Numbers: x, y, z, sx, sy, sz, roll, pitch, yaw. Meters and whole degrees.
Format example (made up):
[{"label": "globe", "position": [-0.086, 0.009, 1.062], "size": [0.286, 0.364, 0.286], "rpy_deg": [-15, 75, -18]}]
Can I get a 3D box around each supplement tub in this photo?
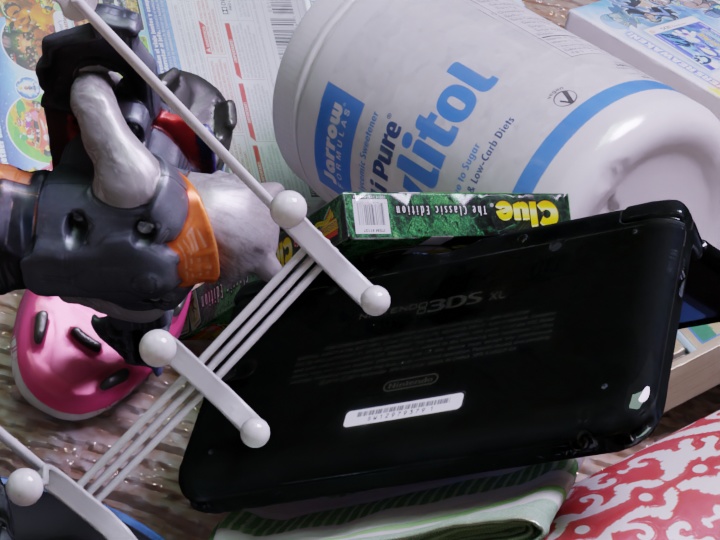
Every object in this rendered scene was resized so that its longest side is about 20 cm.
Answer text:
[{"label": "supplement tub", "position": [0.066, -0.055, 1.189], "size": [0.131, 0.133, 0.200], "rpy_deg": [-13, 34, -39]}]

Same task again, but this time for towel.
[{"label": "towel", "position": [0.013, 0.085, 0.978], "size": [0.151, 0.024, 0.200], "rpy_deg": [-13, 7, 15]}]

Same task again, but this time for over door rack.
[{"label": "over door rack", "position": [-0.097, 0.002, 0.899], "size": [0.200, 0.148, 0.067], "rpy_deg": [45, -3, -27]}]

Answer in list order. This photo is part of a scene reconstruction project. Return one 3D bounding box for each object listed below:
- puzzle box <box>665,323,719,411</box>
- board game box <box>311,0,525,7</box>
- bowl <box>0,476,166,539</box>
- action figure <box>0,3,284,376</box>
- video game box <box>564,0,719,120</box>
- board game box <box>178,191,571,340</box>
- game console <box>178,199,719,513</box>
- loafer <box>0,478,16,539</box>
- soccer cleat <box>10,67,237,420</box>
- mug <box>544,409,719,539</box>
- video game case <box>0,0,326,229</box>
[{"label": "puzzle box", "position": [0.117, -0.007, 1.239], "size": [0.132, 0.026, 0.200], "rpy_deg": [-26, 43, -13]}, {"label": "board game box", "position": [-0.011, -0.151, 1.444], "size": [0.198, 0.056, 0.196], "rpy_deg": [3, 33, -19]}, {"label": "bowl", "position": [-0.135, 0.144, 0.920], "size": [0.199, 0.040, 0.201], "rpy_deg": [11, 30, -7]}, {"label": "action figure", "position": [-0.121, 0.003, 0.993], "size": [0.192, 0.201, 0.105], "rpy_deg": [-9, 47, 3]}, {"label": "video game box", "position": [0.246, -0.111, 1.503], "size": [0.199, 0.047, 0.182], "rpy_deg": [35, 34, 30]}, {"label": "board game box", "position": [0.000, 0.000, 1.101], "size": [0.104, 0.200, 0.024], "rpy_deg": [1, 76, -24]}, {"label": "game console", "position": [0.052, 0.049, 1.013], "size": [0.199, 0.117, 0.177], "rpy_deg": [-12, 39, 25]}, {"label": "loafer", "position": [-0.150, 0.094, 0.887], "size": [0.067, 0.071, 0.201], "rpy_deg": [5, 31, -14]}, {"label": "soccer cleat", "position": [-0.111, -0.003, 1.156], "size": [0.070, 0.086, 0.201], "rpy_deg": [31, 52, -12]}, {"label": "mug", "position": [0.127, 0.119, 0.957], "size": [0.199, 0.178, 0.134], "rpy_deg": [-17, 71, -36]}, {"label": "video game case", "position": [-0.105, -0.085, 1.269], "size": [0.198, 0.018, 0.144], "rpy_deg": [-1, 63, -26]}]
